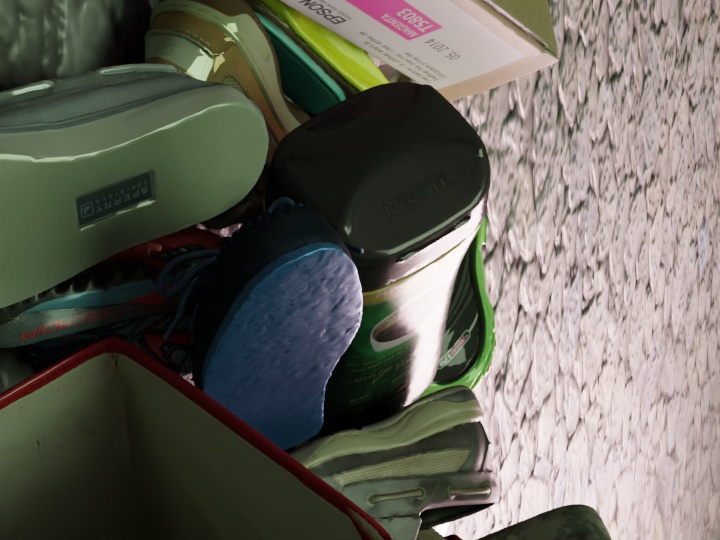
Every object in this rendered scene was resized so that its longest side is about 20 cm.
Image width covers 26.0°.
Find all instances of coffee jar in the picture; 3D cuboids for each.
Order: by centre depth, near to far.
[{"bbox_3d":[0.000,0.000,0.766,0.104,0.085,0.201,-31,156,-25],"label":"coffee jar"}]

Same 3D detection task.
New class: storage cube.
[{"bbox_3d":[-0.100,0.166,0.598,0.170,0.199,0.181,-30,132,-33],"label":"storage cube"}]

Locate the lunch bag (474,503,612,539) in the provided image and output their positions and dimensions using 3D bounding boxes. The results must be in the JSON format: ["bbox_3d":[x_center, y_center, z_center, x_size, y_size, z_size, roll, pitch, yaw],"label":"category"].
[{"bbox_3d":[0.069,0.229,0.727,0.168,0.198,0.140,-114,-174,-46],"label":"lunch bag"}]

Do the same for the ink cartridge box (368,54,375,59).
[{"bbox_3d":[0.004,-0.214,0.896,0.200,0.043,0.175,-35,131,-58],"label":"ink cartridge box"}]

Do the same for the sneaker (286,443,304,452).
[{"bbox_3d":[-0.083,0.135,0.794,0.200,0.081,0.078,-55,146,-42],"label":"sneaker"}]

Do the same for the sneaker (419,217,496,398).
[{"bbox_3d":[0.029,-0.021,0.925,0.083,0.076,0.202,22,46,-44],"label":"sneaker"}]

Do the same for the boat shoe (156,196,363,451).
[{"bbox_3d":[-0.051,0.022,0.656,0.083,0.069,0.200,-16,157,-20],"label":"boat shoe"}]

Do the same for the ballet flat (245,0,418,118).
[{"bbox_3d":[-0.003,-0.096,0.816,0.200,0.066,0.067,49,54,-36],"label":"ballet flat"}]

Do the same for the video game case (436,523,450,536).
[{"bbox_3d":[0.037,0.140,1.132,0.183,0.023,0.201,-64,151,-32],"label":"video game case"}]

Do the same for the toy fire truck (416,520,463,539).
[{"bbox_3d":[0.044,0.208,0.907,0.199,0.176,0.129,37,55,-14],"label":"toy fire truck"}]

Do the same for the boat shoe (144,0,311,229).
[{"bbox_3d":[-0.062,-0.052,0.782,0.200,0.071,0.077,56,47,-49],"label":"boat shoe"}]

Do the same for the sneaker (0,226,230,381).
[{"bbox_3d":[-0.107,0.031,0.704,0.200,0.079,0.097,-5,106,-65],"label":"sneaker"}]

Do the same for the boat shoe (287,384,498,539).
[{"bbox_3d":[-0.003,0.119,0.762,0.199,0.074,0.074,-20,165,-36],"label":"boat shoe"}]

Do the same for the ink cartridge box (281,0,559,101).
[{"bbox_3d":[0.013,-0.196,0.779,0.199,0.075,0.167,22,55,-55],"label":"ink cartridge box"}]

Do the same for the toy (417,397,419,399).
[{"bbox_3d":[0.001,0.037,0.958,0.116,0.047,0.200,58,31,-13],"label":"toy"}]

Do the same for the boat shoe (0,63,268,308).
[{"bbox_3d":[-0.134,-0.037,0.622,0.199,0.071,0.071,-20,126,-34],"label":"boat shoe"}]
